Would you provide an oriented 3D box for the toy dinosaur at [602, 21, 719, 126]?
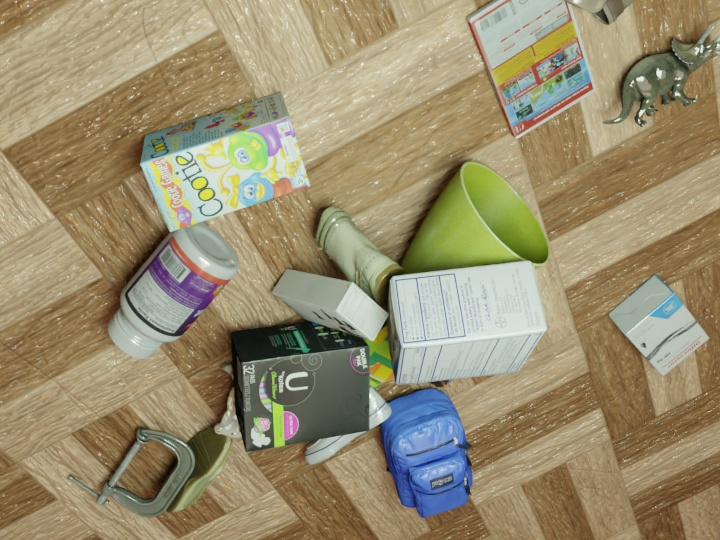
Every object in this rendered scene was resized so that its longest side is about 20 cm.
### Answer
[{"bbox_3d":[0.443,-0.285,1.016,0.197,0.077,0.104,-24,111,6],"label":"toy dinosaur"}]

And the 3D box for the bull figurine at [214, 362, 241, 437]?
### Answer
[{"bbox_3d":[-0.168,0.202,1.140,0.197,0.065,0.123,-25,117,-4],"label":"bull figurine"}]

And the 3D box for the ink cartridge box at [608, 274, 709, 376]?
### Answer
[{"bbox_3d":[0.577,0.117,1.279,0.116,0.068,0.199,-43,121,13],"label":"ink cartridge box"}]

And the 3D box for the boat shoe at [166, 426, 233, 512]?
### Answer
[{"bbox_3d":[-0.283,0.356,1.206,0.063,0.073,0.202,14,118,-51],"label":"boat shoe"}]

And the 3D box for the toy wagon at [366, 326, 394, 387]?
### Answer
[{"bbox_3d":[0.020,0.117,1.154,0.198,0.040,0.156,29,109,-27],"label":"toy wagon"}]

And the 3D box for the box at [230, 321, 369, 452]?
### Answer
[{"bbox_3d":[-0.094,0.172,1.048,0.196,0.124,0.152,-5,109,-18],"label":"box"}]

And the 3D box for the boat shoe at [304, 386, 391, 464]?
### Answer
[{"bbox_3d":[-0.034,0.278,1.227,0.199,0.074,0.067,-36,90,17],"label":"boat shoe"}]

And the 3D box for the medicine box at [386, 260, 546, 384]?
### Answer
[{"bbox_3d":[0.140,0.079,0.954,0.195,0.105,0.183,-5,155,-2],"label":"medicine box"}]

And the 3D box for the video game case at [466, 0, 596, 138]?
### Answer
[{"bbox_3d":[0.251,-0.311,0.972,0.141,0.018,0.201,-30,122,4],"label":"video game case"}]

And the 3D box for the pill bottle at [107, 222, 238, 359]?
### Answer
[{"bbox_3d":[-0.279,0.032,0.985,0.111,0.112,0.200,36,107,-29],"label":"pill bottle"}]

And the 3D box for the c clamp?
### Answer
[{"bbox_3d":[-0.389,0.348,1.168,0.170,0.027,0.201,40,103,-9],"label":"c clamp"}]

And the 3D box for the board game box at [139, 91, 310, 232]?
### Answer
[{"bbox_3d":[-0.180,-0.148,0.908,0.196,0.105,0.104,-18,124,-3],"label":"board game box"}]

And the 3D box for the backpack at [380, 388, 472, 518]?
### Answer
[{"bbox_3d":[0.129,0.329,1.236,0.160,0.168,0.203,-18,119,-11],"label":"backpack"}]

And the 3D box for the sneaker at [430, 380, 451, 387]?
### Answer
[{"bbox_3d":[0.168,0.103,1.172,0.078,0.075,0.203,-4,118,-55],"label":"sneaker"}]

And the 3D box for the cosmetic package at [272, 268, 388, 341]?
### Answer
[{"bbox_3d":[-0.051,0.049,1.003,0.082,0.199,0.051,43,72,-29],"label":"cosmetic package"}]

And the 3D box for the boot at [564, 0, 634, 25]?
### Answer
[{"bbox_3d":[0.315,-0.425,0.888,0.197,0.071,0.148,21,112,-27],"label":"boot"}]

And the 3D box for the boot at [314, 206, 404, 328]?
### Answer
[{"bbox_3d":[0.000,0.000,1.033,0.072,0.155,0.201,-38,157,-14],"label":"boot"}]

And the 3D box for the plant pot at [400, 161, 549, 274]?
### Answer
[{"bbox_3d":[0.153,-0.029,1.037,0.185,0.189,0.200,28,128,-27],"label":"plant pot"}]
